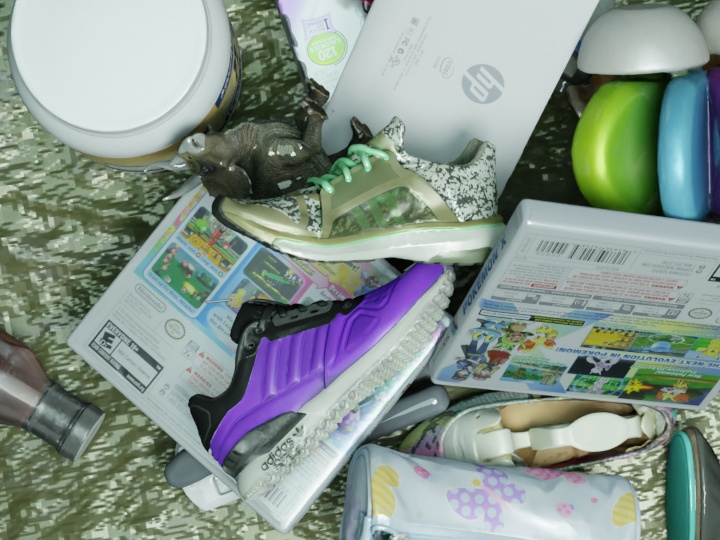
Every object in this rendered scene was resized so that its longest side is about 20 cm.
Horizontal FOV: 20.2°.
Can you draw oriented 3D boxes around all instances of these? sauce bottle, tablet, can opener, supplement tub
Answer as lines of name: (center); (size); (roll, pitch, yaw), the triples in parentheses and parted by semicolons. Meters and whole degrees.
sauce bottle: (-0.268, 0.061, 1.388); (0.199, 0.066, 0.066); (30, 89, 2)
tablet: (0.060, -0.131, 1.299); (0.129, 0.014, 0.201); (24, 122, -3)
can opener: (-0.038, 0.110, 1.384); (0.198, 0.067, 0.054); (-22, 89, 6)
supplement tub: (-0.153, -0.142, 1.325); (0.143, 0.200, 0.146); (0, 89, 0)

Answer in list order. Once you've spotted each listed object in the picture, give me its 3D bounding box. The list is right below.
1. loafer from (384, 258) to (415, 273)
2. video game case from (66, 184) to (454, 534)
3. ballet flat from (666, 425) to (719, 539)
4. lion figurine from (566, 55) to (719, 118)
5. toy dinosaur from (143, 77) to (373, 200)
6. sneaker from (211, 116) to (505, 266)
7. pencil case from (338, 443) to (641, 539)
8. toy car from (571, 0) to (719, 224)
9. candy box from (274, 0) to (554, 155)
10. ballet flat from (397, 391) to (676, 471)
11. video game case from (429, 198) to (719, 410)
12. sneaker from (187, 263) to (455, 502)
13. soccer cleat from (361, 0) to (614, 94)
loafer: (0.000, 0.000, 1.385); (0.200, 0.073, 0.071); (-41, 91, -1)
video game case: (-0.067, 0.042, 1.350); (0.200, 0.024, 0.182); (40, 90, 10)
ballet flat: (0.240, 0.206, 1.390); (0.068, 0.068, 0.202); (3, 99, -10)
lion figurine: (0.243, -0.138, 1.395); (0.199, 0.072, 0.123); (-31, 90, -7)
toy dinosaur: (-0.035, -0.055, 1.309); (0.199, 0.077, 0.102); (36, 108, -28)
sneaker: (0.002, -0.052, 1.250); (0.198, 0.077, 0.090); (0, 98, -24)
pencil case: (0.084, 0.165, 1.324); (0.198, 0.091, 0.084); (8, 90, -15)
toy car: (0.234, -0.081, 1.275); (0.198, 0.150, 0.177); (-10, 105, -27)
candy box: (0.027, -0.189, 1.391); (0.166, 0.072, 0.202); (-20, 89, -2)
ballet flat: (0.120, 0.114, 1.384); (0.198, 0.071, 0.070); (-11, 89, 0)
video game case: (0.164, 0.026, 1.282); (0.198, 0.183, 0.022); (6, 53, -16)
sneaker: (-0.032, 0.046, 1.297); (0.200, 0.070, 0.100); (-44, 78, 1)
soccer cleat: (0.074, -0.190, 1.329); (0.199, 0.070, 0.087); (25, 72, -3)
